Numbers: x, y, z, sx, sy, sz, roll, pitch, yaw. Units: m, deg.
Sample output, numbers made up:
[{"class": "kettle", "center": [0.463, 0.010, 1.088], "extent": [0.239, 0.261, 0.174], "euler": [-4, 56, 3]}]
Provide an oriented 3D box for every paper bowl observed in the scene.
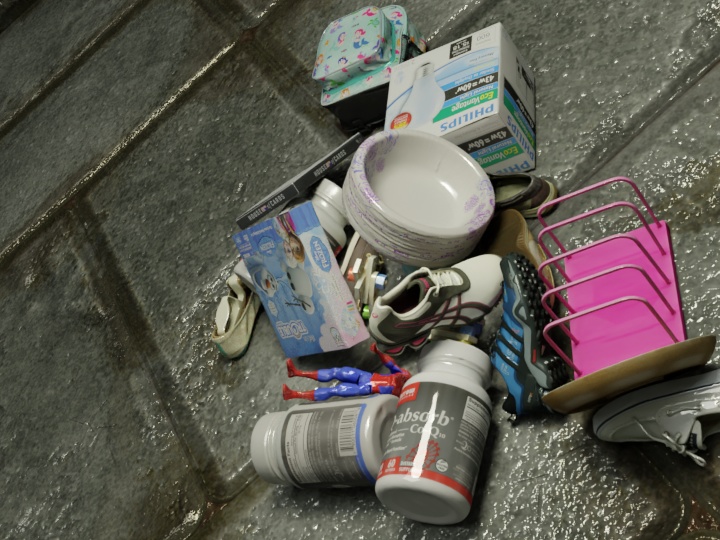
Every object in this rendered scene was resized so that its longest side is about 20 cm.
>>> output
[{"class": "paper bowl", "center": [0.072, -0.087, 1.561], "extent": [0.104, 0.200, 0.201], "euler": [113, 162, -44]}]

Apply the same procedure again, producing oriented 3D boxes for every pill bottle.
[{"class": "pill bottle", "center": [-0.092, -0.041, 1.781], "extent": [0.200, 0.111, 0.111], "euler": [-51, 39, -8]}, {"class": "pill bottle", "center": [0.095, 0.194, 1.407], "extent": [0.116, 0.116, 0.200], "euler": [-8, 51, 36]}, {"class": "pill bottle", "center": [-0.037, 0.223, 1.497], "extent": [0.200, 0.114, 0.114], "euler": [-10, 50, 35]}]

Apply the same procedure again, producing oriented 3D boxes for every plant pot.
[{"class": "plant pot", "center": [0.295, 0.118, 1.266], "extent": [0.200, 0.200, 0.028], "euler": [-25, 76, 22]}]

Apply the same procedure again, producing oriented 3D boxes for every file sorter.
[{"class": "file sorter", "center": [0.293, 0.007, 1.395], "extent": [0.139, 0.125, 0.200], "euler": [-21, 44, 26]}]

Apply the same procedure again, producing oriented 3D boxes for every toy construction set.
[{"class": "toy construction set", "center": [0.069, 0.059, 1.519], "extent": [0.200, 0.131, 0.092], "euler": [27, 86, 17]}]

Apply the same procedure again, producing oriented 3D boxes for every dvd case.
[{"class": "dvd case", "center": [-0.093, -0.141, 1.839], "extent": [0.150, 0.025, 0.200], "euler": [-29, 10, 43]}]

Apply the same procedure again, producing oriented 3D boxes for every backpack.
[{"class": "backpack", "center": [0.017, -0.352, 1.944], "extent": [0.177, 0.151, 0.200], "euler": [-17, 41, 31]}]

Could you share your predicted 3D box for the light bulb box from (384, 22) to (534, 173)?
[{"class": "light bulb box", "center": [0.148, -0.230, 1.731], "extent": [0.198, 0.125, 0.200], "euler": [-19, 44, 27]}]

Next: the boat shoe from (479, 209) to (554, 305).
[{"class": "boat shoe", "center": [0.208, -0.009, 1.530], "extent": [0.074, 0.066, 0.200], "euler": [-32, 29, 17]}]

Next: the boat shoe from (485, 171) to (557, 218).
[{"class": "boat shoe", "center": [0.179, -0.108, 1.641], "extent": [0.200, 0.066, 0.072], "euler": [-4, 56, 39]}]

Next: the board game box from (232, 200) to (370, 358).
[{"class": "board game box", "center": [-0.086, 0.019, 1.615], "extent": [0.043, 0.199, 0.200], "euler": [-27, 5, -29]}]

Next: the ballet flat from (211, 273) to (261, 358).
[{"class": "ballet flat", "center": [-0.188, 0.043, 1.826], "extent": [0.067, 0.062, 0.200], "euler": [-15, 47, 30]}]

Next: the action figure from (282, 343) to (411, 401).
[{"class": "action figure", "center": [-0.001, 0.134, 1.514], "extent": [0.199, 0.099, 0.065], "euler": [4, 52, 4]}]

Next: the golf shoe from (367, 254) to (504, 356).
[{"class": "golf shoe", "center": [0.100, 0.031, 1.414], "extent": [0.200, 0.088, 0.077], "euler": [-30, 58, -16]}]

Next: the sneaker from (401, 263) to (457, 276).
[{"class": "sneaker", "center": [0.079, -0.033, 1.648], "extent": [0.082, 0.074, 0.200], "euler": [118, 151, -41]}]

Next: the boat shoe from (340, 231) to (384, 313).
[{"class": "boat shoe", "center": [0.000, 0.000, 1.706], "extent": [0.059, 0.072, 0.200], "euler": [20, 49, 4]}]

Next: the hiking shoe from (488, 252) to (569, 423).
[{"class": "hiking shoe", "center": [0.187, 0.080, 1.401], "extent": [0.087, 0.074, 0.201], "euler": [-17, 80, 30]}]

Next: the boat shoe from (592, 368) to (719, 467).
[{"class": "boat shoe", "center": [0.352, 0.169, 1.253], "extent": [0.201, 0.075, 0.086], "euler": [-18, 55, 19]}]
